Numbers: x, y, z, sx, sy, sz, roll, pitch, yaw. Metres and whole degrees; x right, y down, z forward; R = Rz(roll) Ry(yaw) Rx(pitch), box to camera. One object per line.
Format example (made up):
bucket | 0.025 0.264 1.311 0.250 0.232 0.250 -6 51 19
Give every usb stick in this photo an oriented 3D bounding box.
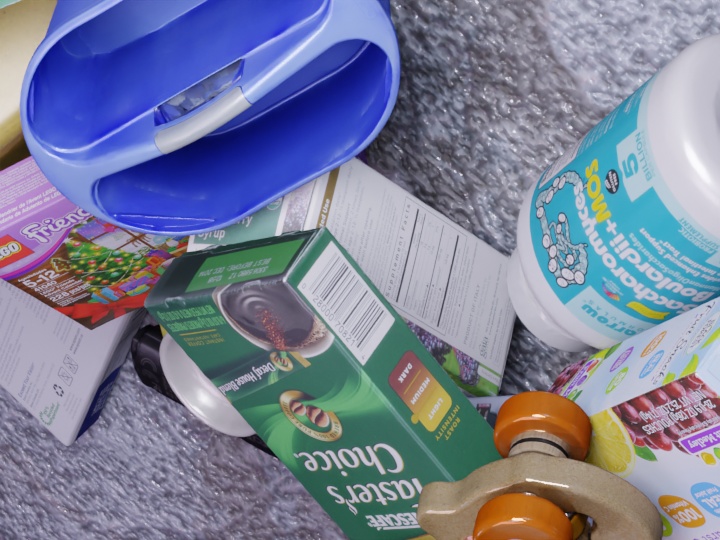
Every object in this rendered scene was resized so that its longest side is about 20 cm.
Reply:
usb stick | -0.064 0.093 1.721 0.199 0.033 0.056 27 147 24

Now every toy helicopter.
toy helicopter | 0.070 0.151 1.316 0.132 0.079 0.200 36 135 -24

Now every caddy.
caddy | -0.073 -0.099 1.314 0.199 0.105 0.142 -28 121 23

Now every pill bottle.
pill bottle | 0.150 -0.028 1.332 0.111 0.111 0.200 46 144 -1

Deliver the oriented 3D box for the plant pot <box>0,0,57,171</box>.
plant pot | -0.262 -0.121 1.512 0.196 0.200 0.194 45 174 0

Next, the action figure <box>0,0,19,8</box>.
action figure | -0.139 -0.194 1.298 0.199 0.055 0.119 -13 84 30

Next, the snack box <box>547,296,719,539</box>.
snack box | 0.188 0.103 1.296 0.169 0.068 0.200 42 155 -9

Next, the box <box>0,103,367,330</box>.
box | -0.110 -0.040 1.490 0.199 0.039 0.137 -25 149 20

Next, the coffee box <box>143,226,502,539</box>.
coffee box | -0.006 0.068 1.356 0.123 0.044 0.200 -8 128 49

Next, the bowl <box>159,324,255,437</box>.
bowl | -0.058 0.037 1.599 0.199 0.108 0.201 26 140 24

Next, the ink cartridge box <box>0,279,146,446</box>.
ink cartridge box | -0.236 -0.002 1.791 0.200 0.041 0.200 41 143 7

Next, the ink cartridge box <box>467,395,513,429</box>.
ink cartridge box | 0.086 0.100 1.522 0.119 0.042 0.199 18 162 -41

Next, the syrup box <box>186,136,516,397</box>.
syrup box | 0.000 0.000 1.446 0.078 0.082 0.200 3 162 38
